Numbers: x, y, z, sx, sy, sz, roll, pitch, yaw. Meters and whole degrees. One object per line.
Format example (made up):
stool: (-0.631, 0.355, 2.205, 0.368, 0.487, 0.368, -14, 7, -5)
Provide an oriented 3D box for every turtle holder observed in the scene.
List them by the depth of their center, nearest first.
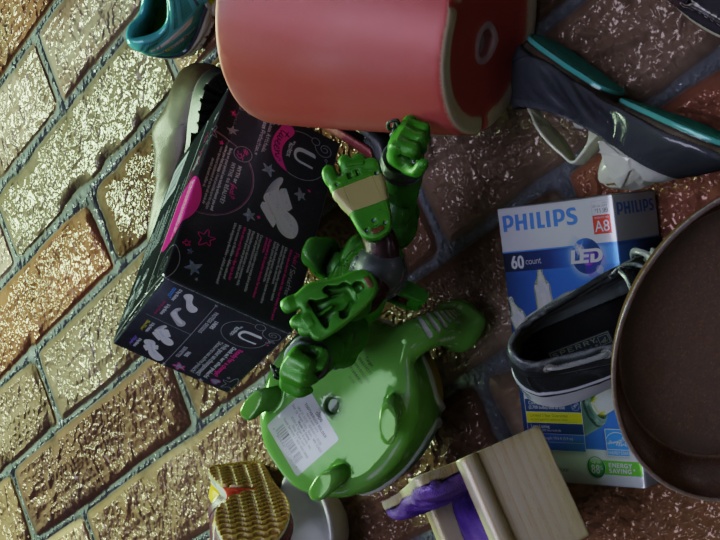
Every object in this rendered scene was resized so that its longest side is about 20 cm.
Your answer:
turtle holder: (0.006, 0.093, 0.969, 0.140, 0.131, 0.187, 23, 96, 31)

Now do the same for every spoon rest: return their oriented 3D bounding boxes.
spoon rest: (-0.034, 0.278, 1.086, 0.099, 0.060, 0.201, -29, 77, 57)

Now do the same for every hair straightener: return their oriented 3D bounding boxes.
hair straightener: (-0.015, -0.148, 1.020, 0.200, 0.041, 0.077, 39, 122, 33)

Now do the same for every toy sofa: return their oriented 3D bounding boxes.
toy sofa: (0.083, 0.181, 0.872, 0.200, 0.097, 0.083, 110, 138, -72)

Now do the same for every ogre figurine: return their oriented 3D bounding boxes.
ogre figurine: (0.000, 0.000, 0.859, 0.097, 0.120, 0.201, 4, 76, 8)

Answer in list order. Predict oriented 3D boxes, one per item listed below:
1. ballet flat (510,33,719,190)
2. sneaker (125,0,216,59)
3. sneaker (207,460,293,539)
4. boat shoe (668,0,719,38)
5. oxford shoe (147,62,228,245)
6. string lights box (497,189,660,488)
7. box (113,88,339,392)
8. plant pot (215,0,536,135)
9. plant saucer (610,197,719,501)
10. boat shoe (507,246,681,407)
ballet flat: (0.173, -0.096, 0.824, 0.200, 0.073, 0.073, 40, 122, 40)
sneaker: (-0.161, -0.283, 1.115, 0.078, 0.079, 0.201, 45, 124, 30)
sneaker: (-0.101, 0.247, 1.107, 0.200, 0.074, 0.091, -128, 35, -75)
boat shoe: (0.204, -0.210, 0.778, 0.200, 0.065, 0.072, 51, 126, 26)
oxford shoe: (-0.169, -0.103, 1.163, 0.084, 0.072, 0.201, 27, 103, 41)
string lights box: (0.165, 0.048, 0.860, 0.102, 0.059, 0.201, -6, 92, 45)
box: (-0.110, -0.023, 1.007, 0.132, 0.114, 0.201, -44, 26, 50)
plant pot: (0.021, -0.187, 0.886, 0.177, 0.200, 0.202, 19, 110, 29)
plant saucer: (0.232, 0.041, 0.719, 0.034, 0.199, 0.202, -137, 51, -66)
boat shoe: (0.185, 0.018, 0.761, 0.198, 0.068, 0.074, -21, 58, 6)
